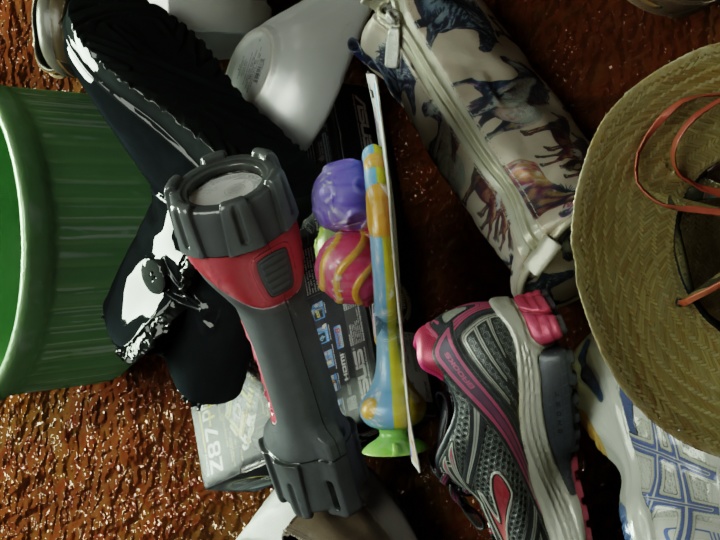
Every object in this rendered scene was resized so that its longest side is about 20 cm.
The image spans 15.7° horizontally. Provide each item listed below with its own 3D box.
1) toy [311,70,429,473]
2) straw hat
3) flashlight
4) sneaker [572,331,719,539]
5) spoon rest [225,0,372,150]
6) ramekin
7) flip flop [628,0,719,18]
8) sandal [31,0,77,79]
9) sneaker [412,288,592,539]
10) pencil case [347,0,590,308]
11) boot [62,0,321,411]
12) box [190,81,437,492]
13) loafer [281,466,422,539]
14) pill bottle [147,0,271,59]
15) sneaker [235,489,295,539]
[{"bbox_3d":[0.000,0.000,1.353,0.115,0.047,0.200,-117,17,-84],"label":"toy"},{"bbox_3d":[0.190,-0.010,1.248,0.085,0.201,0.201,-159,75,-87],"label":"straw hat"},{"bbox_3d":[-0.047,0.035,1.383,0.068,0.068,0.200,-4,123,18],"label":"flashlight"},{"bbox_3d":[0.170,0.095,1.269,0.088,0.075,0.200,-44,58,33],"label":"sneaker"},{"bbox_3d":[-0.024,-0.148,1.474,0.099,0.061,0.200,23,95,59],"label":"spoon rest"},{"bbox_3d":[-0.198,-0.019,1.605,0.200,0.098,0.200,5,96,61],"label":"ramekin"},{"bbox_3d":[0.150,-0.159,1.320,0.200,0.081,0.058,20,119,45],"label":"flip flop"},{"bbox_3d":[-0.175,-0.141,1.570,0.055,0.200,0.082,-7,95,6],"label":"sandal"},{"bbox_3d":[0.073,0.106,1.326,0.081,0.075,0.200,-113,14,-71],"label":"sneaker"},{"bbox_3d":[0.070,-0.071,1.377,0.078,0.089,0.200,-51,55,29],"label":"pencil case"},{"bbox_3d":[-0.117,-0.038,1.469,0.200,0.076,0.168,44,129,23],"label":"boot"},{"bbox_3d":[-0.041,0.012,1.508,0.161,0.049,0.200,-26,68,39],"label":"box"},{"bbox_3d":[0.021,0.189,1.399,0.200,0.071,0.073,49,164,45],"label":"loafer"},{"bbox_3d":[-0.101,-0.230,1.545,0.116,0.116,0.200,-6,81,45],"label":"pill bottle"},{"bbox_3d":[-0.074,0.202,1.498,0.075,0.087,0.200,42,114,41],"label":"sneaker"}]
